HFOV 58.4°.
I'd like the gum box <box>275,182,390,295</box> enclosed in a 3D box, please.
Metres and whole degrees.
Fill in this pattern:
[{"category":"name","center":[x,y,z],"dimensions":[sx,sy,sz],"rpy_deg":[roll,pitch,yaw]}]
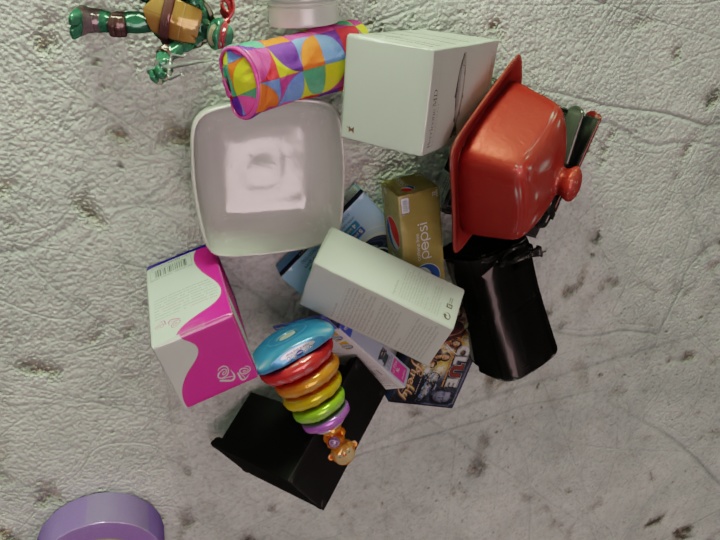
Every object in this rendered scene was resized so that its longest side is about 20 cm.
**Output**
[{"category":"gum box","center":[0.000,0.000,0.973],"dimensions":[0.170,0.045,0.200],"rpy_deg":[-45,121,4]}]

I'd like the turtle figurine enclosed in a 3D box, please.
[{"category":"turtle figurine","center":[-0.215,-0.284,0.722],"dimensions":[0.196,0.101,0.153],"rpy_deg":[13,96,-9]}]

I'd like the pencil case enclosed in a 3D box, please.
[{"category":"pencil case","center":[-0.071,-0.238,0.757],"dimensions":[0.198,0.087,0.090],"rpy_deg":[-28,127,-40]}]

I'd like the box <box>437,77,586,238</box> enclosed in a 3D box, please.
[{"category":"box","center":[0.227,-0.166,0.976],"dimensions":[0.190,0.048,0.203],"rpy_deg":[13,110,-24]}]

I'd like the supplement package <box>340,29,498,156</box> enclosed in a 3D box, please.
[{"category":"supplement package","center":[0.076,-0.225,0.792],"dimensions":[0.199,0.116,0.119],"rpy_deg":[-33,135,-52]}]

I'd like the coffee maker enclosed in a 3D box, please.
[{"category":"coffee maker","center":[0.211,0.055,0.961],"dimensions":[0.132,0.192,0.203],"rpy_deg":[-20,105,1]}]

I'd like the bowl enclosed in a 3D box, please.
[{"category":"bowl","center":[-0.123,-0.129,0.847],"dimensions":[0.195,0.075,0.204],"rpy_deg":[-8,118,-17]}]

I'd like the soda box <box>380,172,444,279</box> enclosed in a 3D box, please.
[{"category":"soda box","center":[0.078,-0.029,0.923],"dimensions":[0.063,0.068,0.204],"rpy_deg":[-14,118,-14]}]

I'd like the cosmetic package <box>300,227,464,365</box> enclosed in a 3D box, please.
[{"category":"cosmetic package","center":[0.027,0.036,0.864],"dimensions":[0.197,0.072,0.102],"rpy_deg":[25,141,0]}]

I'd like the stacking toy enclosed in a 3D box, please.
[{"category":"stacking toy","center":[-0.057,0.175,0.860],"dimensions":[0.114,0.110,0.203],"rpy_deg":[-26,102,-12]}]

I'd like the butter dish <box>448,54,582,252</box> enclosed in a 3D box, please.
[{"category":"butter dish","center":[0.208,-0.128,0.818],"dimensions":[0.201,0.146,0.201],"rpy_deg":[-53,152,-28]}]

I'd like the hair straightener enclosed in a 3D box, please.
[{"category":"hair straightener","center":[0.283,-0.149,0.964],"dimensions":[0.076,0.041,0.203],"rpy_deg":[9,116,-26]}]

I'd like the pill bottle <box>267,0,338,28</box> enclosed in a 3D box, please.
[{"category":"pill bottle","center":[-0.070,-0.384,0.718],"dimensions":[0.111,0.113,0.204],"rpy_deg":[-11,118,-15]}]

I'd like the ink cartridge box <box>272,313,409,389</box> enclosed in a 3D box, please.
[{"category":"ink cartridge box","center":[-0.027,0.119,0.986],"dimensions":[0.118,0.043,0.200],"rpy_deg":[-14,135,41]}]

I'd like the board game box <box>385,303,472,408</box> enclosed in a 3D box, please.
[{"category":"board game box","center":[0.132,0.136,1.095],"dimensions":[0.133,0.035,0.203],"rpy_deg":[10,111,-25]}]

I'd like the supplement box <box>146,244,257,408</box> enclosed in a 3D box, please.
[{"category":"supplement box","center":[-0.209,0.063,0.834],"dimensions":[0.099,0.200,0.105],"rpy_deg":[-21,121,-8]}]

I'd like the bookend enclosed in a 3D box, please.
[{"category":"bookend","center":[-0.096,0.227,0.992],"dimensions":[0.092,0.198,0.201],"rpy_deg":[51,58,-35]}]

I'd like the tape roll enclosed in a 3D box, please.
[{"category":"tape roll","center":[-0.414,0.456,1.031],"dimensions":[0.196,0.066,0.204],"rpy_deg":[-8,117,-16]}]
